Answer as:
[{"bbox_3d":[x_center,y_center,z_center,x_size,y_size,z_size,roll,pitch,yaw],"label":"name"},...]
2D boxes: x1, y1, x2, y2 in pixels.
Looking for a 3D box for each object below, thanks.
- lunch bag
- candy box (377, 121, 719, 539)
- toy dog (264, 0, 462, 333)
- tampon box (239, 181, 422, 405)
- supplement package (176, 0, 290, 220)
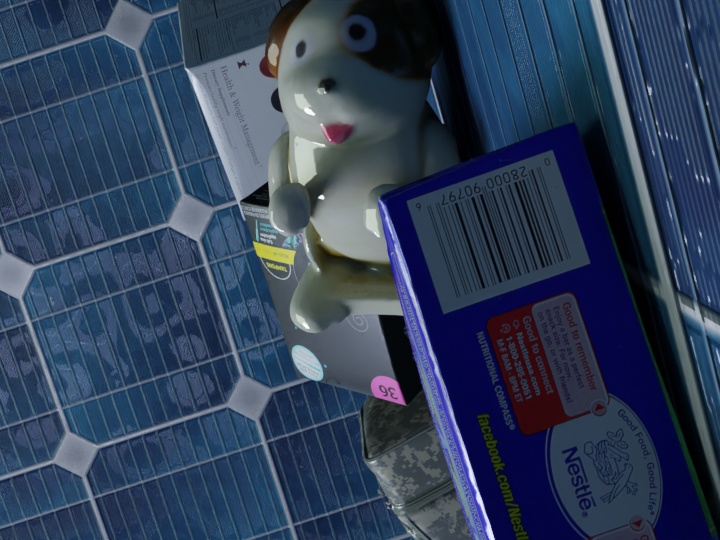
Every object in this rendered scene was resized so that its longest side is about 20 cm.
[{"bbox_3d":[0.092,0.199,1.106,0.169,0.138,0.200,56,-175,-12],"label":"lunch bag"},{"bbox_3d":[0.065,0.050,0.434,0.200,0.076,0.172,80,172,-86],"label":"candy box"},{"bbox_3d":[0.014,-0.081,0.681,0.195,0.137,0.202,-61,-33,-34],"label":"toy dog"},{"bbox_3d":[0.000,0.000,1.031,0.148,0.126,0.203,9,126,42],"label":"tampon box"},{"bbox_3d":[-0.063,-0.193,1.118,0.148,0.197,0.193,-108,-1,-50],"label":"supplement package"}]
